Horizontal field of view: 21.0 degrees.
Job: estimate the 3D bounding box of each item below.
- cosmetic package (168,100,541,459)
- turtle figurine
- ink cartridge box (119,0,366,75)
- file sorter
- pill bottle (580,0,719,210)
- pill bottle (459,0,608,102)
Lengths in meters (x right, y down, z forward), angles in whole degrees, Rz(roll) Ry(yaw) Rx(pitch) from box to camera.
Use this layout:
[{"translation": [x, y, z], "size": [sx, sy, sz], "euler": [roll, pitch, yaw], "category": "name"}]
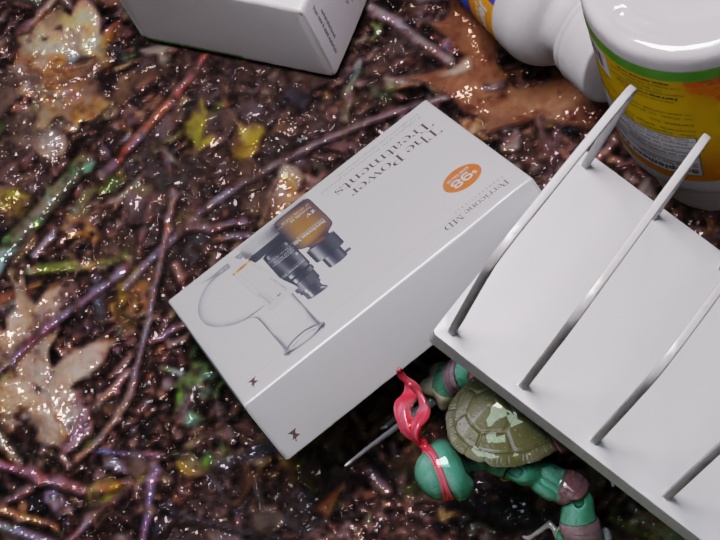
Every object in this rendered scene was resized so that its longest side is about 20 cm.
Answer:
[{"translation": [0.000, 0.000, 1.108], "size": [0.200, 0.052, 0.151], "euler": [-39, 32, -4], "category": "cosmetic package"}, {"translation": [0.097, 0.088, 1.052], "size": [0.200, 0.101, 0.150], "euler": [-27, 66, -7], "category": "turtle figurine"}, {"translation": [-0.055, -0.241, 1.258], "size": [0.144, 0.084, 0.200], "euler": [13, 69, 22], "category": "ink cartridge box"}, {"translation": [0.162, 0.025, 0.965], "size": [0.200, 0.125, 0.139], "euler": [37, 67, 7], "category": "file sorter"}, {"translation": [0.187, -0.112, 1.059], "size": [0.111, 0.200, 0.111], "euler": [-6, 64, 13], "category": "pill bottle"}, {"translation": [0.106, -0.195, 1.173], "size": [0.112, 0.112, 0.200], "euler": [-37, 60, -3], "category": "pill bottle"}]
